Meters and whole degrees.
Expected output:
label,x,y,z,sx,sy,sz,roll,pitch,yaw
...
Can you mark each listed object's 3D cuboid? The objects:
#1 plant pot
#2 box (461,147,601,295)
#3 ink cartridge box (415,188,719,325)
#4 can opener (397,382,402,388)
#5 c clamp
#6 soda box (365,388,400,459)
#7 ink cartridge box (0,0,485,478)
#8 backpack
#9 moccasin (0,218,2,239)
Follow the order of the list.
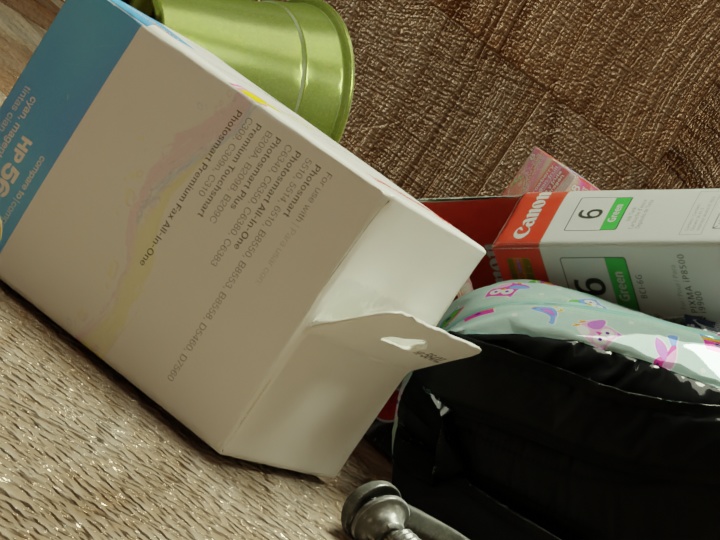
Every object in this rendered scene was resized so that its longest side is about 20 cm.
label,x,y,z,sx,sy,sz,roll,pitch,yaw
plant pot,-0.140,-0.174,1.807,0.189,0.201,0.200,14,17,-39
box,0.164,-0.002,1.934,0.102,0.201,0.095,30,7,-30
ink cartridge box,0.118,0.017,1.007,0.199,0.050,0.109,0,-53,30
can opener,0.000,0.000,1.070,0.066,0.053,0.200,38,8,-30
c clamp,0.057,0.137,0.777,0.170,0.027,0.200,31,6,-39
soda box,0.071,0.091,1.137,0.071,0.064,0.200,38,6,38
ink cartridge box,-0.054,-0.008,0.855,0.200,0.126,0.128,36,5,24
backpack,0.111,0.087,0.932,0.199,0.168,0.127,19,13,5
moccasin,-0.151,-0.014,0.561,0.078,0.074,0.201,44,3,9
